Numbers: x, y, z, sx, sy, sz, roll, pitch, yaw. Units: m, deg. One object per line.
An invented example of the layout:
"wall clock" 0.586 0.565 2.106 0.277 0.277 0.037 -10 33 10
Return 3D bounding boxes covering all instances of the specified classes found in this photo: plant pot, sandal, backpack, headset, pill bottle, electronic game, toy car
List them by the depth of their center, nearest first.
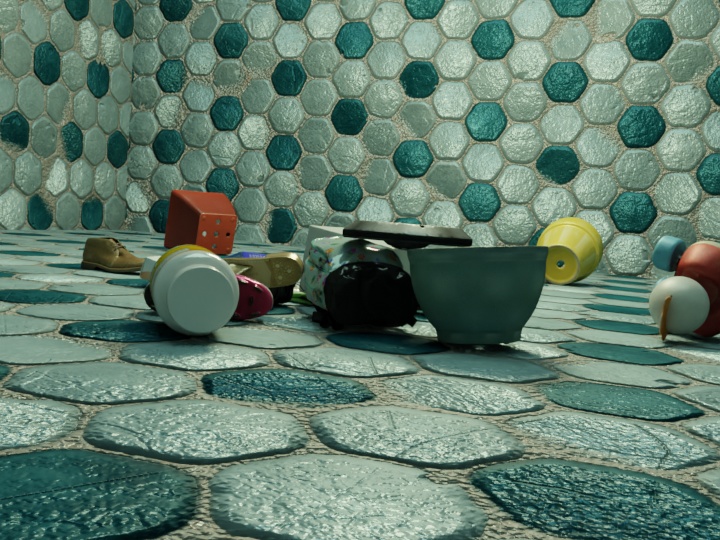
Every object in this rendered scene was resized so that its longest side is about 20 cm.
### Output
"pill bottle" -0.223 0.026 1.051 0.110 0.112 0.200 3 5 -17
"plant pot" 0.167 0.035 1.112 0.199 0.135 0.200 -2 0 0
"electronic game" 0.071 -0.051 1.196 0.199 0.042 0.200 5 3 0
"backpack" -0.012 0.016 1.236 0.166 0.127 0.200 6 10 -23
"sandal" -0.197 0.022 1.262 0.210 0.078 0.070 -13 21 14
"toy car" 0.550 0.063 1.326 0.200 0.178 0.184 -31 38 -30
"headset" -0.160 0.015 1.376 0.199 0.095 0.123 -6 1 20
"plant pot" 0.632 -0.045 2.414 0.200 0.202 0.189 6 21 24
"plant pot" -0.514 -0.142 2.592 0.199 0.201 0.176 1 18 -37

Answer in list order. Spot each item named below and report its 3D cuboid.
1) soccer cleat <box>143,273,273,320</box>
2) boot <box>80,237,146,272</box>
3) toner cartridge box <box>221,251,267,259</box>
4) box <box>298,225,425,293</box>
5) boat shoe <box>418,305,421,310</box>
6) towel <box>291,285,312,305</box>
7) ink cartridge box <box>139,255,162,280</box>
"soccer cleat" -0.231 0.034 1.208 0.199 0.070 0.086 4 6 0
"boot" -0.556 -0.035 1.789 0.199 0.076 0.074 7 3 24
"toner cartridge box" -0.206 0.004 1.497 0.095 0.043 0.200 -20 -11 22
"box" 0.000 0.000 1.391 0.199 0.125 0.097 17 11 38
"boat shoe" 0.082 0.039 1.452 0.200 0.072 0.061 -3 31 36
"towel" -0.069 0.042 1.537 0.149 0.031 0.199 7 5 42
"ink cartridge box" -0.324 0.023 1.592 0.199 0.050 0.162 23 6 5
